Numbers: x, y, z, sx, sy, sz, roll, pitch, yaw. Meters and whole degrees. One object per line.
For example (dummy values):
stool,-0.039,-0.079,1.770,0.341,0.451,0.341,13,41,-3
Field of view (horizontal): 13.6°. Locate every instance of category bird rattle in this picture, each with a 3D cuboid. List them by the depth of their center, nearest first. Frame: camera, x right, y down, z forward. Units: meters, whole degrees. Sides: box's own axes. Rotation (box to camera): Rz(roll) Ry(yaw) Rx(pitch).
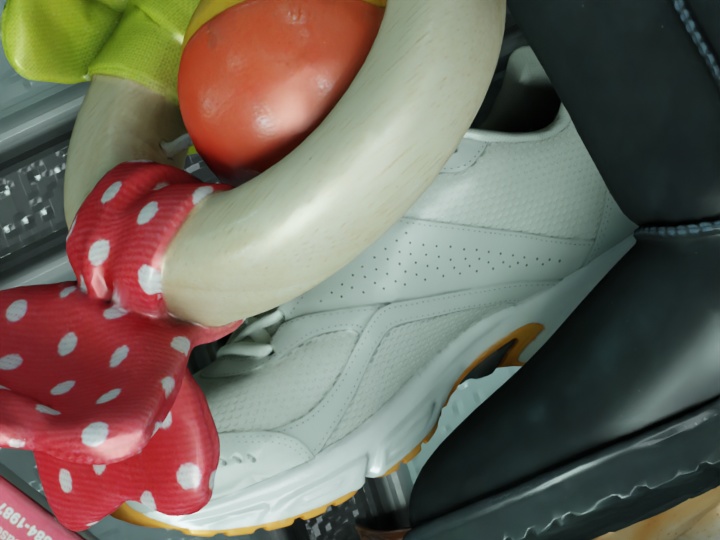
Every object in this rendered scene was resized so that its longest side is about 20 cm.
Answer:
bird rattle,-0.038,-0.037,0.745,0.163,0.201,0.113,-29,120,30

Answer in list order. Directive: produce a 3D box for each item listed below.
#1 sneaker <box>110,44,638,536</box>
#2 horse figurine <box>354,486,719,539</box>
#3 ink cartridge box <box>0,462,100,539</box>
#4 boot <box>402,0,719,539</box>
sneaker,0.000,0.000,0.855,0.199,0.076,0.092,-30,110,-26
horse figurine,0.099,0.088,0.942,0.199,0.050,0.133,19,104,-35
ink cartridge box,-0.133,0.153,0.817,0.145,0.083,0.200,42,83,-32
boot,0.075,-0.024,0.802,0.198,0.073,0.163,-27,79,17
